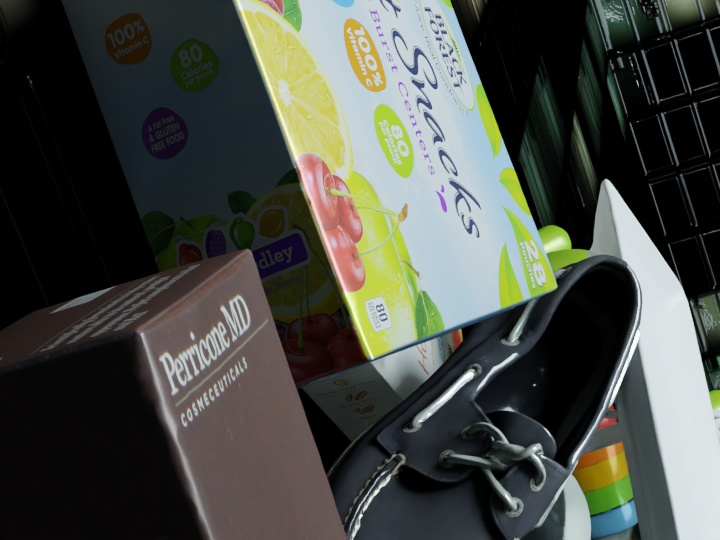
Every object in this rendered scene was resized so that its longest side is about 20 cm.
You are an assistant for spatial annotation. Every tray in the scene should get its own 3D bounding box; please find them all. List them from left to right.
[{"bbox_3d":[0.127,0.070,0.757,0.107,0.022,0.201,45,32,-50],"label":"tray"}]

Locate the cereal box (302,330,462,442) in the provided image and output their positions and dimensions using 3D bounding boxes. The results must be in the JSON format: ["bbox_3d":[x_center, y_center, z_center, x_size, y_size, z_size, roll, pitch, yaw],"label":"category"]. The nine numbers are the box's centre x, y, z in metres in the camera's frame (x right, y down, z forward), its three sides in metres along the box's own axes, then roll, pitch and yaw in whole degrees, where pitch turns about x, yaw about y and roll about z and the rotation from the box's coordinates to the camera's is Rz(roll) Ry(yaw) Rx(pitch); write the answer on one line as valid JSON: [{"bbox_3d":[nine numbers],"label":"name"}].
[{"bbox_3d":[0.000,0.000,0.780,0.200,0.039,0.145,53,27,-57],"label":"cereal box"}]

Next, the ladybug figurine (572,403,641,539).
[{"bbox_3d":[0.116,0.103,0.968,0.072,0.135,0.201,-163,-120,-77],"label":"ladybug figurine"}]

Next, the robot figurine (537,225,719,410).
[{"bbox_3d":[0.138,0.056,1.110,0.176,0.116,0.200,50,6,24],"label":"robot figurine"}]

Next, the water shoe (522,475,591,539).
[{"bbox_3d":[0.060,0.160,0.826,0.079,0.071,0.201,34,34,-25],"label":"water shoe"}]

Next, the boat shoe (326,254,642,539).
[{"bbox_3d":[0.043,0.063,0.670,0.073,0.063,0.200,40,52,2],"label":"boat shoe"}]

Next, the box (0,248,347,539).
[{"bbox_3d":[-0.037,0.105,0.447,0.100,0.075,0.201,-47,118,-74],"label":"box"}]

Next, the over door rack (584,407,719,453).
[{"bbox_3d":[0.106,0.126,0.782,0.199,0.067,0.148,12,53,-45],"label":"over door rack"}]

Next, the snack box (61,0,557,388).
[{"bbox_3d":[-0.020,-0.066,0.631,0.168,0.067,0.201,-13,83,-63],"label":"snack box"}]
